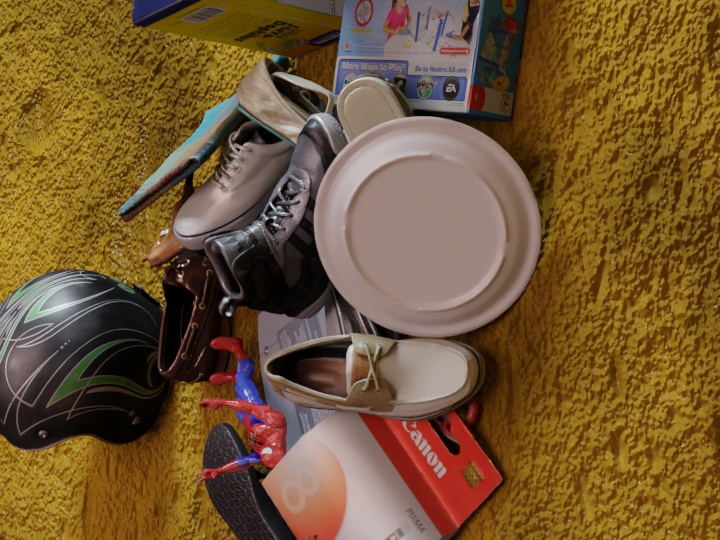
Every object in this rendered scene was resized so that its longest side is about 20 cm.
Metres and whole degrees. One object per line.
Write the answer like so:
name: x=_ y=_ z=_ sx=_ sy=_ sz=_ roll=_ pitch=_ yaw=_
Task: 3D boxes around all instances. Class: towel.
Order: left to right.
towel: x=-0.157 y=-0.136 z=1.831 sx=0.022 sy=0.200 sz=0.147 roll=47 pitch=134 yaw=-11

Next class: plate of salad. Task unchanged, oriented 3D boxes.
plate of salad: x=0.059 y=-0.039 z=1.572 sx=0.200 sy=0.200 sz=0.048 roll=-65 pitch=-1 yaw=22

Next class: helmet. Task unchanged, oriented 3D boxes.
helmet: x=-0.320 y=0.098 z=1.966 sx=0.200 sy=0.190 sz=0.201 roll=-11 pitch=76 yaw=49

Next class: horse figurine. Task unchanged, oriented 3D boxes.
horse figurine: x=-0.136 y=-0.060 z=1.835 sx=0.200 sy=0.050 sz=0.133 roll=7 pitch=61 yaw=42

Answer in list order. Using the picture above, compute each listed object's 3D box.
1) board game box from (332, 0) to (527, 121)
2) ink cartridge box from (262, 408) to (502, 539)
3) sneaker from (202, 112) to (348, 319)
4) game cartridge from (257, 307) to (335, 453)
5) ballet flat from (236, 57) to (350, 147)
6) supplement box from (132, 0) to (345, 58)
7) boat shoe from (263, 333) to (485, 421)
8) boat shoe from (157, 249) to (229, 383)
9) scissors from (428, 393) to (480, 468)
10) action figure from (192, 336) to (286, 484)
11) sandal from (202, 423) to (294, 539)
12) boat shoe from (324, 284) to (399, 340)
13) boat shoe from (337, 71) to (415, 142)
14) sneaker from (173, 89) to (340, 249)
board game box: x=0.065 y=-0.240 z=1.651 sx=0.200 sy=0.056 sz=0.196 roll=11 pitch=93 yaw=51
ink cartridge box: x=0.015 y=0.192 z=1.622 sx=0.200 sy=0.050 sz=0.162 roll=-52 pitch=60 yaw=31
sneaker: x=-0.075 y=-0.043 z=1.622 sx=0.075 sy=0.114 sz=0.201 roll=39 pitch=126 yaw=46
game cartridge: x=-0.041 y=0.110 z=1.749 sx=0.133 sy=0.040 sz=0.200 roll=-36 pitch=58 yaw=38
ballet flat: x=-0.030 y=-0.128 z=1.687 sx=0.200 sy=0.067 sz=0.062 roll=35 pitch=110 yaw=8
supplement box: x=-0.112 y=-0.287 z=1.761 sx=0.109 sy=0.200 sz=0.109 roll=-14 pitch=74 yaw=49
boat shoe: x=0.009 y=0.093 z=1.592 sx=0.199 sy=0.068 sz=0.075 roll=-6 pitch=74 yaw=26
boat shoe: x=-0.174 y=0.018 z=1.898 sx=0.070 sy=0.070 sz=0.201 roll=-8 pitch=77 yaw=53
scissors: x=0.044 y=0.112 z=1.660 sx=0.200 sy=0.014 sz=0.073 roll=33 pitch=111 yaw=47
action figure: x=-0.132 y=0.139 z=1.759 sx=0.200 sy=0.099 sz=0.065 roll=-130 pitch=37 yaw=-56
sandal: x=-0.098 y=0.243 z=1.802 sx=0.075 sy=0.045 sz=0.200 roll=-48 pitch=65 yaw=42
boat shoe: x=0.000 y=0.000 z=1.695 sx=0.071 sy=0.072 sz=0.201 roll=-25 pitch=70 yaw=34
boat shoe: x=0.040 y=-0.084 z=1.618 sx=0.072 sy=0.060 sz=0.202 roll=-20 pitch=104 yaw=15
sneaker: x=-0.111 y=-0.105 z=1.764 sx=0.200 sy=0.071 sz=0.073 roll=-42 pitch=48 yaw=-4
